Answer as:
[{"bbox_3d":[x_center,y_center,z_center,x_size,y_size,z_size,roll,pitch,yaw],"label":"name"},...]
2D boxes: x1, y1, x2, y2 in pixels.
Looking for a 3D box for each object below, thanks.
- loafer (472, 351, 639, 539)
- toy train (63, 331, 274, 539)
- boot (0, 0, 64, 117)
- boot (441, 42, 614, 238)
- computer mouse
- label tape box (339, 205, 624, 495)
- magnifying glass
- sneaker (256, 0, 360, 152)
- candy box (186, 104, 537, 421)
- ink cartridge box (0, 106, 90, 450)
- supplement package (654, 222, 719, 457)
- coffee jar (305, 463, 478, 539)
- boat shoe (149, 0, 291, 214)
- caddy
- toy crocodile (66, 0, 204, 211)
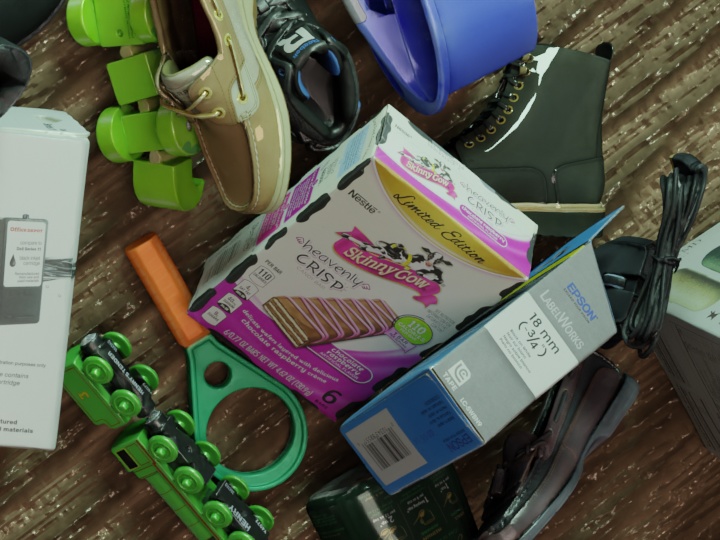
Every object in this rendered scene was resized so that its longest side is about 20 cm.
[{"bbox_3d":[0.124,0.126,1.493,0.063,0.072,0.200,45,50,-4],"label":"loafer"},{"bbox_3d":[-0.134,0.125,1.456,0.056,0.042,0.200,-25,110,36],"label":"toy train"},{"bbox_3d":[-0.232,-0.143,1.300,0.165,0.200,0.066,-39,108,-6],"label":"boot"},{"bbox_3d":[0.081,-0.098,1.472,0.200,0.077,0.138,4,95,-29],"label":"boot"},{"bbox_3d":[0.182,-0.016,1.452,0.046,0.200,0.141,18,89,-3],"label":"computer mouse"},{"bbox_3d":[0.098,0.055,1.421,0.200,0.144,0.063,-37,90,-31],"label":"label tape box"},{"bbox_3d":[-0.104,0.064,1.473,0.080,0.022,0.200,-31,109,-8],"label":"magnifying glass"},{"bbox_3d":[-0.057,-0.170,1.391,0.073,0.112,0.200,-35,108,-10],"label":"sneaker"},{"bbox_3d":[0.000,0.000,1.410,0.136,0.061,0.200,37,127,-18],"label":"candy box"},{"bbox_3d":[-0.230,-0.001,1.358,0.083,0.147,0.200,6,98,-16],"label":"ink cartridge box"},{"bbox_3d":[0.310,0.052,1.490,0.152,0.200,0.151,-33,107,-8],"label":"supplement package"},{"bbox_3d":[0.049,0.225,1.483,0.104,0.085,0.200,-26,91,-32],"label":"coffee jar"},{"bbox_3d":[-0.098,-0.127,1.349,0.066,0.074,0.200,-23,103,-42],"label":"boat shoe"},{"bbox_3d":[0.032,-0.203,1.396,0.105,0.141,0.200,-22,105,-14],"label":"caddy"},{"bbox_3d":[-0.141,-0.134,1.402,0.062,0.067,0.200,-29,109,-55],"label":"toy crocodile"}]
